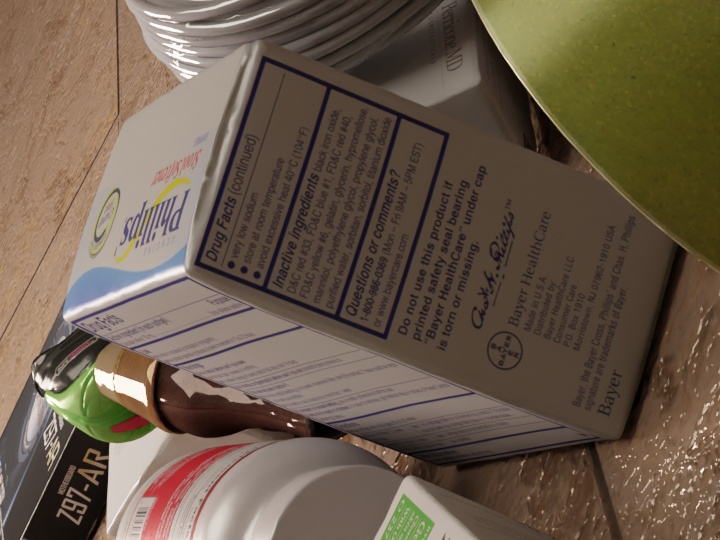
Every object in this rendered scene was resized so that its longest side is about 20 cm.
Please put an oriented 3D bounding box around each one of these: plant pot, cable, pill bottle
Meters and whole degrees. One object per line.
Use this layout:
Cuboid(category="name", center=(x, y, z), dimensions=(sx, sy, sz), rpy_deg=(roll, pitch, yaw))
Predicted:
Cuboid(category="plant pot", center=(0.166, -0.120, 0.876), dimensions=(0.200, 0.187, 0.187), rpy_deg=(-45, 25, 24))
Cuboid(category="cable", center=(-0.026, -0.171, 1.313), dimensions=(0.200, 0.069, 0.200), rpy_deg=(-31, 38, 11))
Cuboid(category="pill bottle", center=(-0.035, 0.133, 1.226), dimensions=(0.200, 0.112, 0.112), rpy_deg=(-14, 55, 69))

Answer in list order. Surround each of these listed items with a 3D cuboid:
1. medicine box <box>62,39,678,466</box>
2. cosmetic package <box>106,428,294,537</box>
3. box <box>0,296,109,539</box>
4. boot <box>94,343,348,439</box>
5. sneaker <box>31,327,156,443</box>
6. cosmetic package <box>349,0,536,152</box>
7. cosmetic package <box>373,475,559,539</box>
Cuboid(category="medicine box", center=(0.000, 0.000, 1.137), dimensions=(0.182, 0.200, 0.103), rpy_deg=(-19, 51, 67))
Cuboid(category="cosmetic package", center=(-0.092, 0.066, 1.547), dimensions=(0.101, 0.071, 0.200), rpy_deg=(-57, 20, 29))
Cuboid(category="box", center=(-0.201, 0.110, 1.865), dimensions=(0.160, 0.044, 0.200), rpy_deg=(-63, 17, 14))
Cuboid(category="boot", center=(-0.016, 0.034, 1.353), dimensions=(0.166, 0.200, 0.072), rpy_deg=(8, 117, 42))
Cuboid(category="sneaker", center=(-0.099, 0.016, 1.451), dimensions=(0.200, 0.084, 0.077), rpy_deg=(-36, -49, -40))
Cuboid(category="cosmetic package", center=(-0.019, -0.050, 1.303), dimensions=(0.200, 0.074, 0.102), rpy_deg=(-25, 30, 13))
Cuboid(category="cosmetic package", center=(0.055, 0.158, 0.977), dimensions=(0.108, 0.085, 0.200), rpy_deg=(-64, 16, 2))
